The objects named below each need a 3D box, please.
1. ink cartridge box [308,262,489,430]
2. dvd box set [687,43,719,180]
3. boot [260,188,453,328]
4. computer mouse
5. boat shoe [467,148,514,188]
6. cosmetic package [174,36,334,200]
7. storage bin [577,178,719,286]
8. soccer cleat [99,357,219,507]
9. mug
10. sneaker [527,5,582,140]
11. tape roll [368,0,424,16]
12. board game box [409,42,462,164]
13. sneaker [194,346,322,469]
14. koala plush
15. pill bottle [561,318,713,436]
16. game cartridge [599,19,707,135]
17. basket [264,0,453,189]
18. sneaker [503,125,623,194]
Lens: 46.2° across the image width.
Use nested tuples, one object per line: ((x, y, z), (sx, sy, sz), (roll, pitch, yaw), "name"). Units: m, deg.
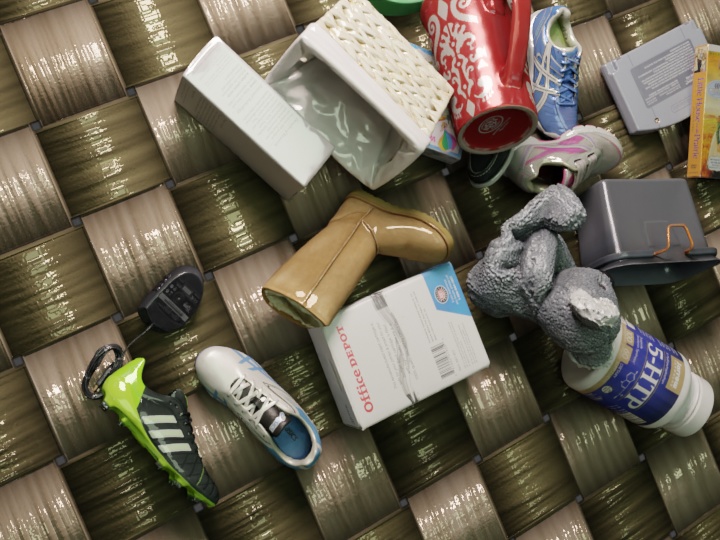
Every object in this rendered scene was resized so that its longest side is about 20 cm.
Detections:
((0.048, 0.097, 1.103), (0.197, 0.084, 0.148), (-23, 92, -19), "ink cartridge box")
((0.580, -0.244, 1.329), (0.143, 0.029, 0.205), (2, 93, -27), "dvd box set")
((0.000, 0.000, 1.059), (0.173, 0.067, 0.201), (22, 52, 23), "boot")
((-0.266, 0.073, 1.029), (0.200, 0.034, 0.059), (-47, 124, -13), "computer mouse")
((0.180, -0.211, 1.177), (0.060, 0.074, 0.203), (42, 52, -42), "boat shoe")
((-0.135, -0.187, 1.063), (0.199, 0.101, 0.075), (41, 74, -12), "cosmetic package")
((0.409, -0.061, 1.227), (0.196, 0.146, 0.137), (-4, 75, -19), "storage bin")
((-0.224, 0.194, 1.006), (0.081, 0.067, 0.201), (-43, 101, -25), "soccer cleat")
((0.155, -0.275, 1.085), (0.130, 0.178, 0.204), (-10, 67, 4), "mug")
((0.284, -0.287, 1.232), (0.074, 0.077, 0.205), (-11, 89, -21), "sneaker")
((0.044, -0.464, 1.184), (0.196, 0.048, 0.205), (2, 83, -19), "tape roll")
((0.059, -0.245, 1.171), (0.196, 0.034, 0.137), (17, 79, -17), "board game box")
((-0.122, 0.166, 1.044), (0.200, 0.072, 0.072), (44, 74, -8), "sneaker")
((0.260, 0.034, 1.108), (0.182, 0.178, 0.200), (-36, 62, -13), "koala plush")
((0.397, 0.153, 1.202), (0.197, 0.119, 0.122), (28, 76, -14), "pill bottle")
((0.476, -0.296, 1.323), (0.198, 0.040, 0.135), (-28, 90, -20), "game cartridge")
((0.002, -0.226, 1.051), (0.199, 0.135, 0.124), (41, 59, -12), "basket")
((0.291, -0.145, 1.202), (0.196, 0.082, 0.089), (-10, 46, -14), "sneaker")
